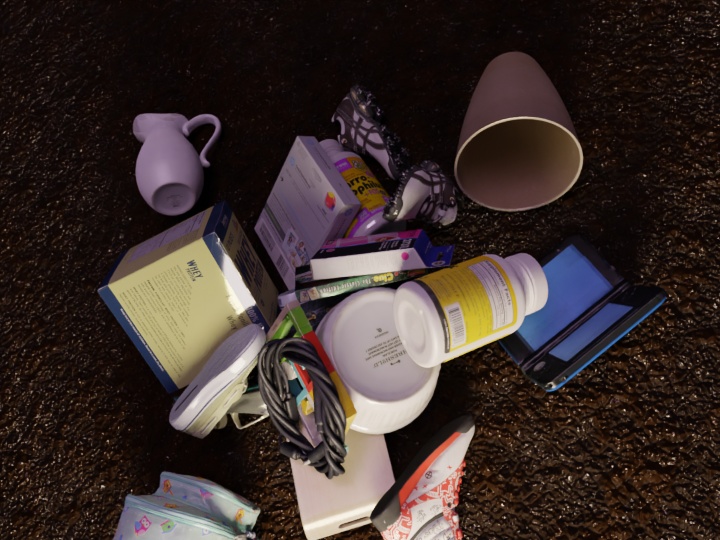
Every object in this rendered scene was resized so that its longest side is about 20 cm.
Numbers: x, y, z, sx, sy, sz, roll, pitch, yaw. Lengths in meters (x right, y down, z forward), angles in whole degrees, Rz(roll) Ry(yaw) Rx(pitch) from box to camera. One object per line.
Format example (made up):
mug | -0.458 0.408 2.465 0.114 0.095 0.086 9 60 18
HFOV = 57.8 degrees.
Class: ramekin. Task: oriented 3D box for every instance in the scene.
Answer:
ramekin | 0.026 0.118 0.924 0.196 0.095 0.208 4 67 -8

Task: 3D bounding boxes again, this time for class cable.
cable | -0.076 0.181 0.855 0.050 0.205 0.162 -20 33 -34

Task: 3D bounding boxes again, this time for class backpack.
backpack | -0.239 0.366 0.898 0.171 0.200 0.157 9 72 21

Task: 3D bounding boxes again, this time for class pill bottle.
pill bottle | 0.150 0.044 0.869 0.195 0.112 0.113 -17 61 -23
pill bottle | -0.015 -0.120 1.064 0.103 0.104 0.202 -36 63 1

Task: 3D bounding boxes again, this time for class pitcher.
pitcher | -0.331 -0.209 1.206 0.167 0.123 0.203 -16 53 -5

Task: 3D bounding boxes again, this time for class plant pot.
plant pot | 0.237 -0.232 0.999 0.182 0.189 0.204 -4 54 16

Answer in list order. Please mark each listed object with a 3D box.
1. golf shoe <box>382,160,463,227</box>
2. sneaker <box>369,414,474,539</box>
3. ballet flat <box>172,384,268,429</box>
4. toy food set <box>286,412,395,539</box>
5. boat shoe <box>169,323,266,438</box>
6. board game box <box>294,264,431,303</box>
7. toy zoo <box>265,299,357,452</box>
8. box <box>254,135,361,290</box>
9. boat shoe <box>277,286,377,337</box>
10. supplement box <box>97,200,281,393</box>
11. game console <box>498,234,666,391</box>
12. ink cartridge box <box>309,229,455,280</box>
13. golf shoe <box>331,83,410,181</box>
golf shoe | 0.102 -0.106 0.976 0.094 0.200 0.079 39 124 8
sneaker | 0.112 0.303 0.889 0.201 0.067 0.108 -42 91 -23
ballet flat | -0.210 0.218 1.020 0.195 0.067 0.066 -12 90 21
toy food set | -0.030 0.269 0.954 0.139 0.061 0.205 -15 67 -1
boat shoe | -0.199 0.163 0.957 0.200 0.062 0.072 -46 30 12
board game box | 0.000 0.000 0.960 0.194 0.105 0.024 -12 107 -1
toy zoo | -0.067 0.158 0.894 0.020 0.132 0.203 -20 72 -33
box | -0.092 -0.086 1.048 0.157 0.040 0.202 55 133 28
boat shoe | -0.028 0.052 1.030 0.195 0.071 0.093 -19 98 -8
supplement box | -0.252 0.039 1.009 0.196 0.203 0.135 -25 25 7
game console | 0.282 0.049 0.900 0.199 0.171 0.119 -39 90 1
ink cartridge box | 0.033 -0.025 0.925 0.194 0.095 0.038 -4 108 15
golf shoe | 0.016 -0.218 1.120 0.094 0.077 0.203 -37 60 20
